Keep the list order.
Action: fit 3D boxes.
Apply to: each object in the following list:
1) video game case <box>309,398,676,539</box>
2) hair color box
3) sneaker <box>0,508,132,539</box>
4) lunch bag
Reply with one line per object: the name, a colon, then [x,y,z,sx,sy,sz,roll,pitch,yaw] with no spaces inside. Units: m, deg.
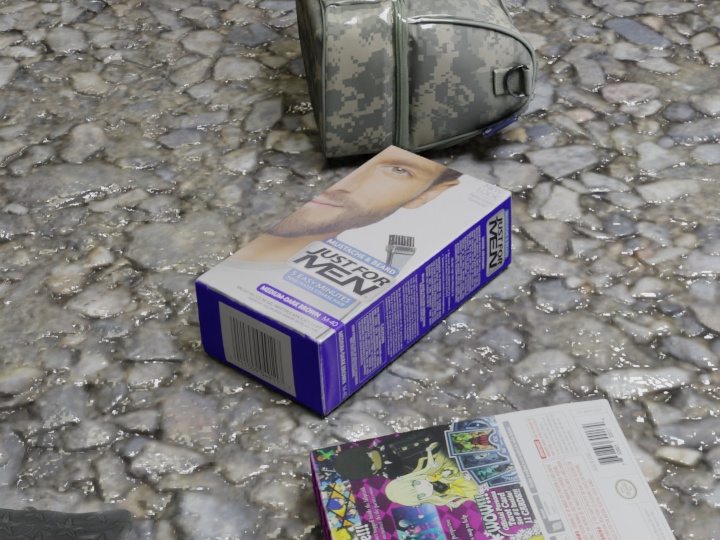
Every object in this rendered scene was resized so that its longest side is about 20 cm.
video game case: [0.077,0.156,0.805,0.179,0.036,0.201,-9,37,-8]
hair color box: [0.000,0.000,1.000,0.109,0.065,0.199,24,43,32]
sneaker: [-0.220,0.168,0.795,0.197,0.061,0.105,1,37,-4]
lunch bag: [0.039,-0.185,1.182,0.166,0.141,0.201,-7,37,-4]
